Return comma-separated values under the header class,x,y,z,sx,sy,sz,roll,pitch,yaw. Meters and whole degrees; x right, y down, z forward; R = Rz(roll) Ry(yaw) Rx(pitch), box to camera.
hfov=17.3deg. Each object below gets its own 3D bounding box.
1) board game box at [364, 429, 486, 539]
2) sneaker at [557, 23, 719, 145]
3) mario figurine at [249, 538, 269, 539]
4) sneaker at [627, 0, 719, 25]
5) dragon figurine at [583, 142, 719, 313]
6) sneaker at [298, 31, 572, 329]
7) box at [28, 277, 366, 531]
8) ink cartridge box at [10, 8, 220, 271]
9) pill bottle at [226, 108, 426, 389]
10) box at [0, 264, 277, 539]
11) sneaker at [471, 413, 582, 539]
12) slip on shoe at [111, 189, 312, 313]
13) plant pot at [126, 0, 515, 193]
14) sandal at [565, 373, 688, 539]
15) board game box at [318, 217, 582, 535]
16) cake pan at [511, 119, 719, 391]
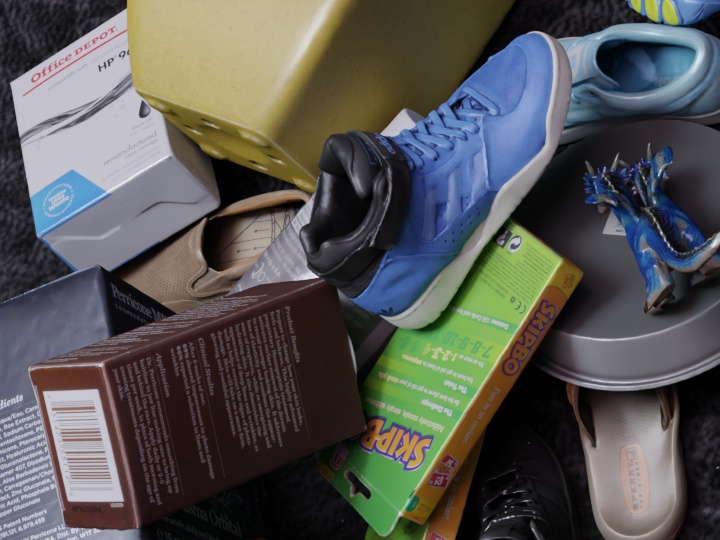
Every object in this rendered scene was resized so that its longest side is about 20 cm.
class,x,y,z,sx,sy,sz,roll,pitch,yaw
board game box,0.045,0.118,1.507,0.095,0.030,0.201,-11,63,67
sneaker,0.149,-0.131,1.539,0.199,0.082,0.074,-7,68,27
mario figurine,-0.072,0.260,1.496,0.123,0.106,0.201,19,105,2
sneaker,0.187,-0.217,1.565,0.200,0.082,0.071,45,131,44
dragon figurine,0.168,-0.033,1.376,0.059,0.200,0.100,-29,85,4
sneaker,0.040,-0.069,1.422,0.200,0.111,0.077,-57,38,7
box,-0.093,0.076,1.403,0.075,0.200,0.100,-4,100,45
ink cartridge box,-0.178,-0.105,1.673,0.116,0.068,0.200,-30,46,14
pill bottle,0.000,0.000,1.541,0.200,0.114,0.114,-49,59,9
box,-0.152,0.130,1.531,0.117,0.197,0.201,-22,64,17
sneaker,0.100,0.166,1.448,0.060,0.104,0.200,-28,63,15
slip on shoe,-0.103,-0.011,1.634,0.199,0.061,0.076,-11,68,22
plant pot,-0.042,-0.168,1.578,0.194,0.195,0.200,21,81,30
sandal,0.159,0.077,1.479,0.080,0.054,0.201,-17,66,20
board game box,0.051,0.062,1.455,0.200,0.030,0.096,-56,39,6
cake pan,0.175,-0.017,1.479,0.200,0.037,0.201,-13,49,15
